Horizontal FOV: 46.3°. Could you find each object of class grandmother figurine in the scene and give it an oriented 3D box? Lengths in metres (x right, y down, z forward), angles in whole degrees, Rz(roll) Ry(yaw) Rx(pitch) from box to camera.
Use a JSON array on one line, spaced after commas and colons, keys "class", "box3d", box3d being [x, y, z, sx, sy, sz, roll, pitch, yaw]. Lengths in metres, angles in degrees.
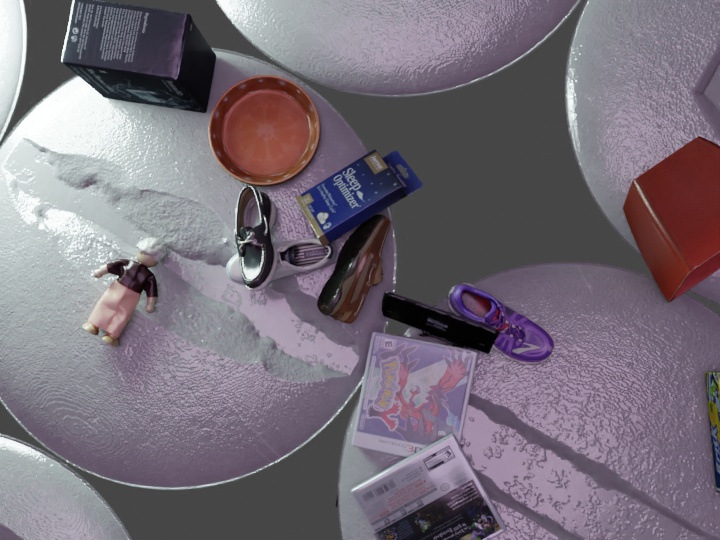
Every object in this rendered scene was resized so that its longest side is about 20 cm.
[{"class": "grandmother figurine", "box3d": [-0.409, 0.027, 1.478, 0.121, 0.061, 0.200, 35, 84, -21]}]

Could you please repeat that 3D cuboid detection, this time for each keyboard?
[{"class": "keyboard", "box3d": [0.132, 0.081, 1.418, 0.200, 0.104, 0.040, 21, 58, 5]}]

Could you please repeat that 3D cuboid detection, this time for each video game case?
[{"class": "video game case", "box3d": [0.113, 0.398, 1.404, 0.200, 0.023, 0.182, -30, 87, 3]}, {"class": "video game case", "box3d": [0.091, 0.217, 1.425, 0.182, 0.023, 0.200, 11, 92, 5]}]

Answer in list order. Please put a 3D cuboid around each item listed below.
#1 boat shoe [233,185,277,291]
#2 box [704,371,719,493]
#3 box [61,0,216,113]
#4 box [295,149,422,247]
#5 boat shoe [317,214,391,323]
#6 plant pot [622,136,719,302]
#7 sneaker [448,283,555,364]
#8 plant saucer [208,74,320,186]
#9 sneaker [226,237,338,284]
[{"class": "boat shoe", "box3d": [-0.181, -0.058, 1.422, 0.074, 0.060, 0.200, -16, 52, 23]}, {"class": "box", "box3d": [0.613, 0.264, 1.373, 0.064, 0.070, 0.201, -3, 84, 5]}, {"class": "box", "box3d": [-0.372, -0.364, 1.444, 0.200, 0.197, 0.118, 9, 85, 5]}, {"class": "box", "box3d": [-0.004, -0.135, 1.447, 0.200, 0.032, 0.121, -31, 46, -1]}, {"class": "boat shoe", "box3d": [0.000, 0.000, 1.450, 0.074, 0.076, 0.200, 35, 77, -25]}, {"class": "plant pot", "box3d": [0.541, -0.094, 1.365, 0.200, 0.200, 0.176, -33, 71, 0]}, {"class": "sneaker", "box3d": [0.233, 0.091, 1.412, 0.200, 0.083, 0.081, 31, 87, 6]}, {"class": "plant saucer", "box3d": [-0.170, -0.248, 1.502, 0.200, 0.032, 0.201, 0, 84, 3]}, {"class": "sneaker", "box3d": [-0.139, -0.023, 1.455, 0.200, 0.071, 0.073, -14, 83, 2]}]
